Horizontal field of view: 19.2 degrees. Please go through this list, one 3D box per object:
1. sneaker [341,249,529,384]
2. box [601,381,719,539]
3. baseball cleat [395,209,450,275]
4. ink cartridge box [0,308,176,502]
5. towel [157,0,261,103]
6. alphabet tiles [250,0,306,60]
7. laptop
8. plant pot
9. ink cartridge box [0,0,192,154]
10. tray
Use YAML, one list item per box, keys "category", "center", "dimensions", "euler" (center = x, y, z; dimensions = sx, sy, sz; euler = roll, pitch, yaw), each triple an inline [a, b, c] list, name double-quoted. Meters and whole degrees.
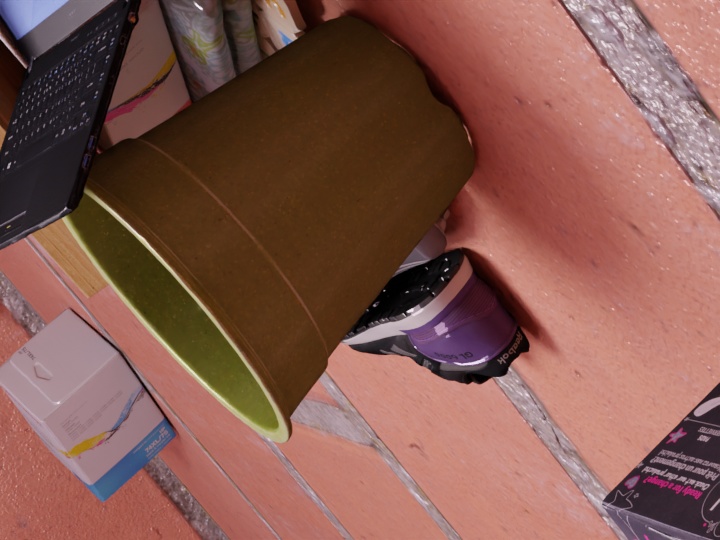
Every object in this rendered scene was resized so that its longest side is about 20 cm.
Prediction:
- category: "sneaker"
  center: [0.047, 0.046, 1.420]
  dimensions: [0.088, 0.076, 0.200]
  euler: [44, 167, -11]
- category: "box"
  center: [0.237, 0.160, 1.053]
  dimensions: [0.200, 0.115, 0.132]
  euler: [52, 165, -16]
- category: "baseball cleat"
  center: [0.000, 0.000, 1.360]
  dimensions: [0.070, 0.107, 0.200]
  euler: [34, 171, -2]
- category: "ink cartridge box"
  center: [-0.388, 0.189, 2.987]
  dimensions: [0.147, 0.146, 0.200]
  euler: [36, 162, 42]
- category: "towel"
  center: [-0.129, -0.182, 1.326]
  dimensions: [0.171, 0.048, 0.200]
  euler: [42, 166, 18]
- category: "alphabet tiles"
  center: [-0.084, -0.179, 1.315]
  dimensions: [0.196, 0.015, 0.200]
  euler: [41, 165, 36]
- category: "laptop"
  center: [-0.198, -0.124, 1.146]
  dimensions: [0.103, 0.201, 0.177]
  euler: [22, 162, -22]
- category: "plant pot"
  center: [-0.042, -0.041, 1.198]
  dimensions: [0.200, 0.190, 0.200]
  euler: [43, 166, 14]
- category: "ink cartridge box"
  center: [-0.174, -0.150, 1.308]
  dimensions: [0.116, 0.067, 0.200]
  euler: [41, 166, 20]
- category: "tray"
  center: [-0.211, -0.086, 1.297]
  dimensions: [0.200, 0.037, 0.099]
  euler: [51, -164, -21]
